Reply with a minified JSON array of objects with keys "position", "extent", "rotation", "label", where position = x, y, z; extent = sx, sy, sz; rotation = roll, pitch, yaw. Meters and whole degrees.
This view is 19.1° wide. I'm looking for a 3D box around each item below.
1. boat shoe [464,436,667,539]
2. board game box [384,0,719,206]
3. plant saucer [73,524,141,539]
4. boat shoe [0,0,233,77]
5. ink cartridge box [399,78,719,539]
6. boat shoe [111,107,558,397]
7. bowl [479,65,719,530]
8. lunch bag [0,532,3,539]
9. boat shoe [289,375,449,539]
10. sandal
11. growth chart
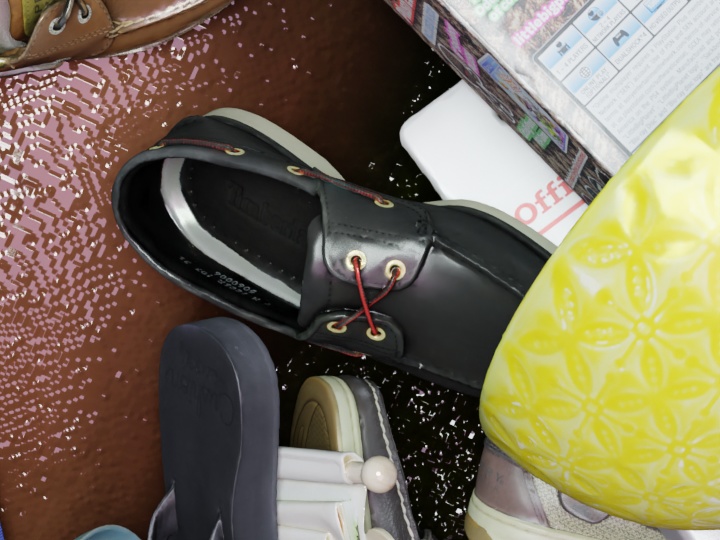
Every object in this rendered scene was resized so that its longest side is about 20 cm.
[{"position":[0.143,0.093,0.861],"extent":[0.199,0.072,0.067],"rotation":[6,109,-2],"label":"boat shoe"},{"position":[0.088,-0.132,0.742],"extent":[0.159,0.097,0.200],"rotation":[-44,85,-3],"label":"board game box"},{"position":[-0.106,0.198,0.808],"extent":[0.027,0.200,0.202],"rotation":[-2,106,14],"label":"plant saucer"},{"position":[-0.120,-0.103,0.787],"extent":[0.198,0.068,0.073],"rotation":[-18,104,-1],"label":"boat shoe"},{"position":[0.115,0.000,0.811],"extent":[0.115,0.067,0.201],"rotation":[-35,81,-2],"label":"ink cartridge box"},{"position":[0.000,0.003,0.779],"extent":[0.200,0.063,0.074],"rotation":[25,121,22],"label":"boat shoe"},{"position":[0.142,0.017,0.663],"extent":[0.108,0.200,0.200],"rotation":[45,98,20],"label":"bowl"},{"position":[-0.193,0.174,0.793],"extent":[0.123,0.170,0.202],"rotation":[-12,104,11],"label":"lunch bag"},{"position":[0.016,0.135,0.867],"extent":[0.064,0.073,0.202],"rotation":[-13,105,-18],"label":"boat shoe"},{"position":[-0.062,0.119,0.833],"extent":[0.043,0.076,0.202],"rotation":[-13,103,-37],"label":"sandal"},{"position":[-0.019,0.160,0.840],"extent":[0.018,0.144,0.202],"rotation":[-16,107,-38],"label":"growth chart"}]
